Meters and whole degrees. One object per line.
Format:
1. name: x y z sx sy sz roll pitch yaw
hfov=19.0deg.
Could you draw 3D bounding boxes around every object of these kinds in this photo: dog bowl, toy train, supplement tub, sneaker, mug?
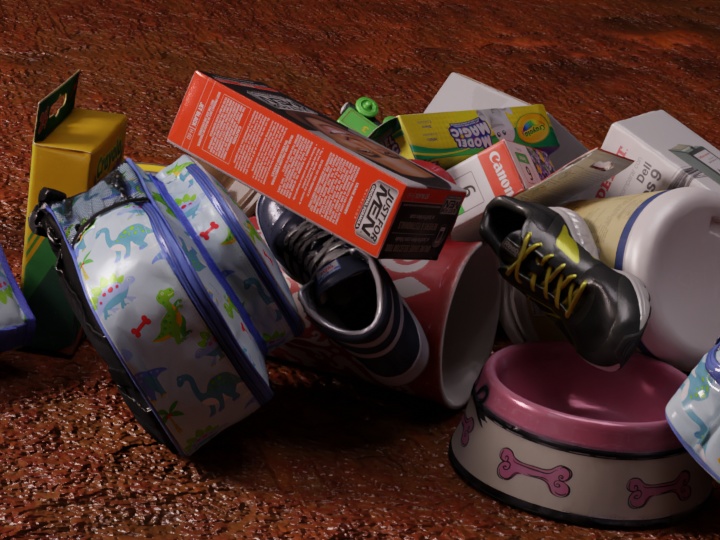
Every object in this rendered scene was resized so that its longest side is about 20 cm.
1. dog bowl: 0.168 0.114 1.594 0.199 0.074 0.200 7 20 -2
2. toy train: 0.059 -0.083 1.923 0.200 0.042 0.056 35 47 5
3. supplement tub: 0.214 0.011 1.734 0.144 0.145 0.200 -6 0 -34
4. sneaker: 0.146 0.009 1.618 0.084 0.075 0.200 18 19 -28
5. sneaker: -0.026 -0.008 1.599 0.200 0.070 0.109 52 3 28
6. mug: 0.003 0.006 1.715 0.199 0.178 0.133 10 -16 22

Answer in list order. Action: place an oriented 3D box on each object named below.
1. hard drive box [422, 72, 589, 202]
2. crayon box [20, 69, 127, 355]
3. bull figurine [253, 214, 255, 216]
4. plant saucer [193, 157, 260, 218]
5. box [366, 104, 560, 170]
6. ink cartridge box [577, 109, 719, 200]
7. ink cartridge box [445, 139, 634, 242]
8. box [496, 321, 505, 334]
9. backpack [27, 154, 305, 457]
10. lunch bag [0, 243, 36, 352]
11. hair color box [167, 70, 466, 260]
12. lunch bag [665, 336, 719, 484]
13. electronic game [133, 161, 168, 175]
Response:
1. hard drive box: 0.167 -0.086 2.012 0.200 0.077 0.156 38 -4 -37
2. crayon box: -0.228 -0.048 1.713 0.050 0.201 0.127 9 19 5
3. bull figurine: -0.055 -0.022 1.849 0.065 0.122 0.200 -48 30 -21
4. plant saucer: -0.143 -0.051 1.816 0.029 0.200 0.200 48 8 -19
5. box: 0.059 -0.090 1.802 0.199 0.049 0.117 -6 -22 -40
6. ink cartridge box: 0.280 -0.021 1.836 0.200 0.146 0.084 39 33 26
7. ink cartridge box: 0.117 -0.068 1.774 0.199 0.051 0.109 -29 -14 20
8. box: 0.099 -0.001 1.938 0.158 0.049 0.200 -4 22 -28
9. backpack: -0.130 0.020 1.556 0.147 0.183 0.200 -31 29 0
10. lunch bag: -0.368 0.010 1.629 0.200 0.128 0.170 36 29 31
11. hair color box: -0.032 -0.077 1.580 0.199 0.062 0.101 30 13 25
12. lunch bag: 0.324 0.124 1.514 0.200 0.083 0.160 45 30 21
13. electronic game: -0.200 -0.066 2.021 0.199 0.042 0.200 7 19 -2
